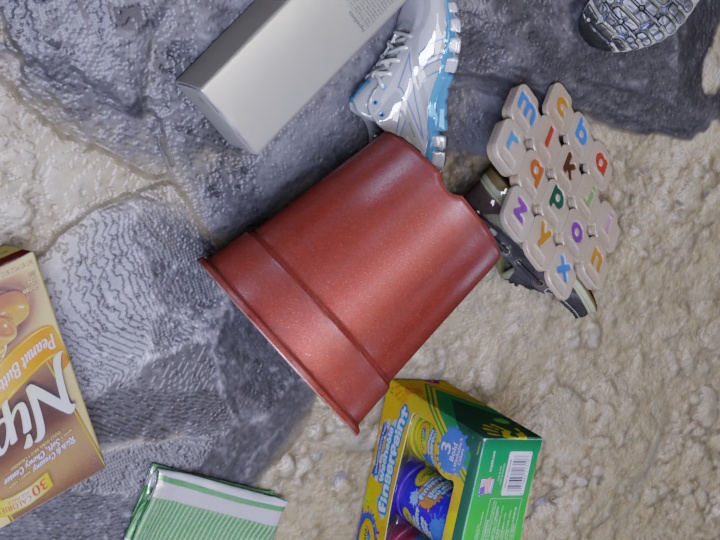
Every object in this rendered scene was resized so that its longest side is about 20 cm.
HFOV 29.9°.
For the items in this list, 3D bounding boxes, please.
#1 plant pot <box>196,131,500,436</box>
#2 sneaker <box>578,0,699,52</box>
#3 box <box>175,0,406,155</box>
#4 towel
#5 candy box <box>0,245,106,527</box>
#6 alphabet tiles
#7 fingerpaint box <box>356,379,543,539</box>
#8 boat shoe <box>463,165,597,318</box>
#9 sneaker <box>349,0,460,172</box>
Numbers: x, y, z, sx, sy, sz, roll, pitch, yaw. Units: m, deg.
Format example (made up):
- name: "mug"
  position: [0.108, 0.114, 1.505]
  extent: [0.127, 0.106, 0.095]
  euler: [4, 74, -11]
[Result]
- name: "plant pot"
  position: [0.000, 0.000, 1.141]
  extent: [0.195, 0.201, 0.201]
  euler: [-43, 119, -4]
- name: "sneaker"
  position: [0.300, -0.280, 1.304]
  extent: [0.200, 0.089, 0.079]
  euler: [-34, 98, 7]
- name: "box"
  position: [-0.055, -0.198, 1.145]
  extent: [0.200, 0.068, 0.082]
  euler: [-46, 119, -9]
- name: "towel"
  position: [-0.163, 0.287, 1.251]
  extent: [0.152, 0.023, 0.200]
  euler: [19, 94, -32]
- name: "candy box"
  position: [-0.292, 0.094, 1.083]
  extent: [0.115, 0.055, 0.200]
  euler: [-28, 113, -34]
- name: "alphabet tiles"
  position: [0.187, -0.077, 1.287]
  extent: [0.200, 0.015, 0.196]
  euler: [49, 48, -29]
- name: "fingerpaint box"
  position: [0.076, 0.223, 1.276]
  extent: [0.073, 0.167, 0.200]
  euler: [5, 102, -31]
- name: "boat shoe"
  position: [0.161, -0.017, 1.316]
  extent: [0.066, 0.072, 0.201]
  euler: [-35, 124, 11]
- name: "sneaker"
  position: [0.035, -0.170, 1.201]
  extent: [0.086, 0.075, 0.200]
  euler: [-2, 105, -22]
